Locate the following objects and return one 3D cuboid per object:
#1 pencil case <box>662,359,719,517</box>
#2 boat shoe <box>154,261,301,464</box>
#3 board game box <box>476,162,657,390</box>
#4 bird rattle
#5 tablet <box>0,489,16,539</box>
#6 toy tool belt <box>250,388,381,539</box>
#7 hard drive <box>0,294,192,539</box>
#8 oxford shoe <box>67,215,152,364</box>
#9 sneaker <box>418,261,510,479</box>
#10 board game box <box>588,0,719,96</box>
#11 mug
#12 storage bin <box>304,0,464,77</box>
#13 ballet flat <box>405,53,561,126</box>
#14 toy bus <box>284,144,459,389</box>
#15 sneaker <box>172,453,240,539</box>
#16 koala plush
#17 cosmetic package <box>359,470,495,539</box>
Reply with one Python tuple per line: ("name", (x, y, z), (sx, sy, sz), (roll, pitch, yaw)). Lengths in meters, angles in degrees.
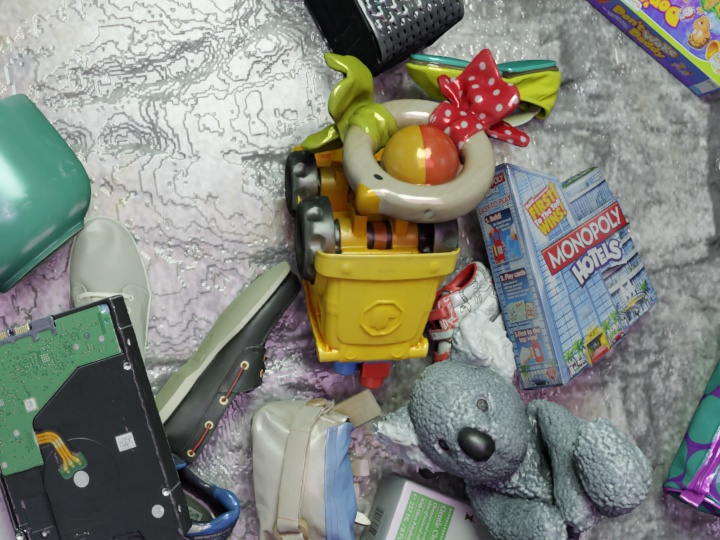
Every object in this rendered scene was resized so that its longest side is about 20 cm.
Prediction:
("pencil case", (0.382, 0.150, 0.990), (0.084, 0.092, 0.203), (21, 83, 29))
("boat shoe", (-0.118, 0.083, 0.885), (0.063, 0.074, 0.203), (39, 83, -16))
("board game box", (0.195, -0.023, 0.933), (0.198, 0.061, 0.203), (-30, 97, -34))
("bird rattle", (0.051, -0.102, 0.812), (0.196, 0.114, 0.165), (6, 50, -15))
("tablet", (-0.328, 0.213, 0.830), (0.128, 0.014, 0.203), (-23, 76, -12))
("toy tool belt", (-0.034, 0.214, 0.876), (0.120, 0.125, 0.205), (-4, 90, -5))
("hard drive", (-0.231, 0.136, 0.788), (0.137, 0.038, 0.204), (-18, 93, 4))
("oxford shoe", (-0.221, 0.045, 0.853), (0.073, 0.058, 0.204), (-3, 73, -10))
("sneaker", (0.086, 0.089, 0.933), (0.108, 0.067, 0.203), (41, 75, -14))
("board game box", (0.328, -0.301, 1.013), (0.199, 0.045, 0.136), (36, 81, -10))
("mug", (-0.307, -0.049, 0.814), (0.115, 0.184, 0.152), (50, 55, -10))
("storage bin", (-0.003, -0.288, 0.886), (0.093, 0.135, 0.202), (-30, 95, -12))
("ballet flat", (0.122, -0.170, 0.928), (0.197, 0.066, 0.069), (-8, 111, -40))
("toy bus", (0.000, 0.000, 0.883), (0.133, 0.201, 0.195), (-2, 125, -12))
("sneaker", (-0.192, 0.184, 0.846), (0.197, 0.085, 0.078), (25, 47, -17))
("koala plush", (0.119, 0.152, 0.835), (0.199, 0.184, 0.179), (37, 102, 4))
("cosmetic package", (0.101, 0.278, 0.925), (0.197, 0.085, 0.110), (22, 81, -11))
